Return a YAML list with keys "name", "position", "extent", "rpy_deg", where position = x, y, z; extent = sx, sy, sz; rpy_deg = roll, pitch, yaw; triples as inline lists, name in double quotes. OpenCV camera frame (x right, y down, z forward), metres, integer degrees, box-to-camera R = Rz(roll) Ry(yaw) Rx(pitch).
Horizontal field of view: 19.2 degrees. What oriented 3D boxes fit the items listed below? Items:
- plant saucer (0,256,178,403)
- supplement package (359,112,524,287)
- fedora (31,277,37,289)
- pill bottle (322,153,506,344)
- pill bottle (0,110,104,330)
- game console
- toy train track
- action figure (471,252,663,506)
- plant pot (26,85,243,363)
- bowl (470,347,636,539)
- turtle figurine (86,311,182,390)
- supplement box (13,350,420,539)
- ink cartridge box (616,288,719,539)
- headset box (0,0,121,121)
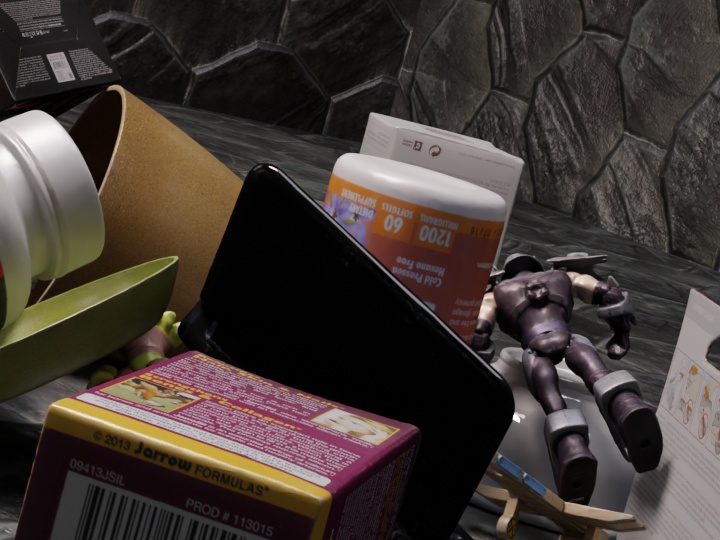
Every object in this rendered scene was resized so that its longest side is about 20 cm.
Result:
- name: "plant saucer"
  position: [-0.186, 0.045, 1.161]
  extent: [0.199, 0.031, 0.200]
  rpy_deg: [-23, 7, 3]
- name: "supplement package"
  position: [0.046, -0.016, 1.772]
  extent: [0.117, 0.201, 0.117]
  rpy_deg: [14, 8, -13]
- name: "fedora"
  position: [-0.259, 0.003, 1.272]
  extent: [0.090, 0.177, 0.200]
  rpy_deg: [52, -4, 6]
- name: "pill bottle"
  position: [0.014, 0.037, 1.315]
  extent: [0.111, 0.201, 0.112]
  rpy_deg: [15, 7, -2]
- name: "pill bottle"
  position: [-0.243, -0.010, 1.129]
  extent: [0.199, 0.120, 0.119]
  rpy_deg: [-26, 30, -28]
- name: "game console"
  position: [0.009, 0.059, 1.156]
  extent: [0.200, 0.117, 0.176]
  rpy_deg: [44, 7, 24]
- name: "toy train track"
  position: [0.093, 0.139, 1.249]
  extent: [0.114, 0.033, 0.200]
  rpy_deg: [8, -19, 34]
- name: "action figure"
  position: [0.125, 0.057, 1.373]
  extent: [0.129, 0.070, 0.201]
  rpy_deg: [-21, 44, 0]
- name: "plant pot"
  position: [-0.128, -0.004, 1.509]
  extent: [0.199, 0.187, 0.186]
  rpy_deg: [26, 3, -22]
- name: "bowl"
  position: [0.130, 0.110, 1.456]
  extent: [0.200, 0.091, 0.201]
  rpy_deg: [15, 7, -2]
- name: "turtle figurine"
  position: [-0.083, 0.098, 1.192]
  extent: [0.199, 0.065, 0.161]
  rpy_deg: [26, 18, -24]
- name: "supplement box"
  position: [-0.064, 0.113, 0.973]
  extent: [0.130, 0.104, 0.200]
  rpy_deg: [17, 8, 13]
- name: "ink cartridge box"
  position: [0.215, 0.115, 1.267]
  extent: [0.043, 0.175, 0.200]
  rpy_deg: [15, 7, -8]
- name: "headset box"
  position: [-0.291, -0.115, 1.487]
  extent: [0.199, 0.078, 0.149]
  rpy_deg: [-25, 0, 26]
